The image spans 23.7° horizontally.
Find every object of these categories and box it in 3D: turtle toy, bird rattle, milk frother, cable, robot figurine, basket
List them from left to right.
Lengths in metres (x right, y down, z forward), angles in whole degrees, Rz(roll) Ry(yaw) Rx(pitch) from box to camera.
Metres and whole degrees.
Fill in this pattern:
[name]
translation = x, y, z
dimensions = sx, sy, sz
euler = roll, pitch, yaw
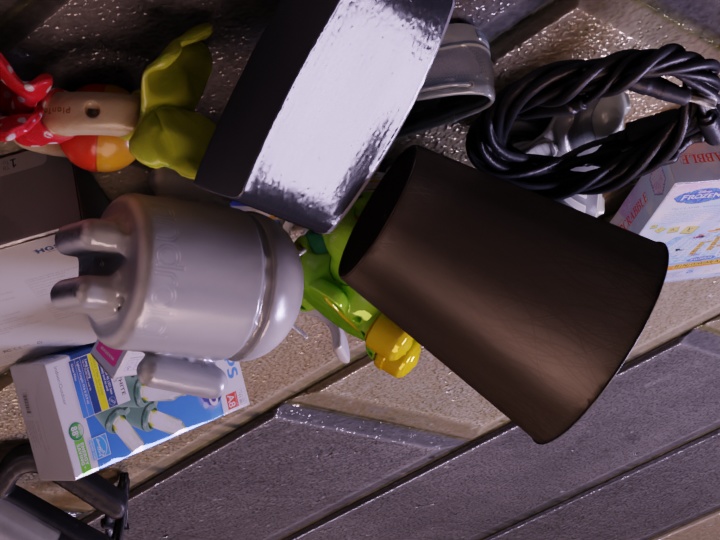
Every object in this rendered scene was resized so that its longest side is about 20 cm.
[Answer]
[milk frother]
translation = -0.342, 0.275, 1.852
dimensions = 0.187, 0.181, 0.200
euler = 32, 174, -10
[bird rattle]
translation = -0.189, -0.098, 1.200
dimensions = 0.198, 0.114, 0.163
euler = -8, 172, -5
[robot figurine]
translation = -0.125, 0.007, 1.263
dimensions = 0.198, 0.171, 0.113
euler = 7, 176, -31
[turtle toy]
translation = 0.000, 0.000, 1.399
dimensions = 0.101, 0.145, 0.200
euler = -55, 168, -10
[basket]
translation = 0.094, 0.007, 1.266
dimensions = 0.199, 0.136, 0.181
euler = 29, 110, -10
[cable]
translation = 0.174, -0.109, 1.286
dimensions = 0.198, 0.051, 0.163
euler = -10, 157, 12

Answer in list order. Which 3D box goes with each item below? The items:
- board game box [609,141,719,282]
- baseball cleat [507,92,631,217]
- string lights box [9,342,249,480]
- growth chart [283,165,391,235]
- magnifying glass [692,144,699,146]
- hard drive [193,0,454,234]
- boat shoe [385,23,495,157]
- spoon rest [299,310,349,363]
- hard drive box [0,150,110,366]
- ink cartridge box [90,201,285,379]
[board game box]
translation = 0.330, -0.054, 1.554
dimensions = 0.198, 0.041, 0.200
euler = -6, 154, -18
[baseball cleat]
translation = 0.161, -0.089, 1.431
dimensions = 0.105, 0.070, 0.201
euler = -2, 143, -8
[string lights box]
translation = -0.198, 0.101, 1.497
dimensions = 0.199, 0.104, 0.059
euler = -21, -169, -42
[growth chart]
translation = 0.025, -0.057, 1.470
dimensions = 0.198, 0.018, 0.145
euler = 2, 150, -28
[magnifying glass]
translation = 0.295, -0.089, 1.532
dimensions = 0.079, 0.023, 0.200
euler = -16, 154, 6
[hard drive]
translation = -0.018, -0.124, 1.163
dimensions = 0.134, 0.042, 0.201
euler = 20, 101, -49
[boat shoe]
translation = 0.006, -0.118, 1.275
dimensions = 0.199, 0.072, 0.070
euler = -20, 154, 13
[spoon rest]
translation = -0.109, 0.060, 1.618
dimensions = 0.198, 0.061, 0.100
euler = -3, 155, 10
[hard drive box]
translation = -0.267, -0.006, 1.365
dimensions = 0.154, 0.077, 0.200
euler = -15, 155, 3
[ink cartridge box]
translation = -0.128, -0.006, 1.382
dimensions = 0.119, 0.042, 0.201
euler = -4, 131, -55
